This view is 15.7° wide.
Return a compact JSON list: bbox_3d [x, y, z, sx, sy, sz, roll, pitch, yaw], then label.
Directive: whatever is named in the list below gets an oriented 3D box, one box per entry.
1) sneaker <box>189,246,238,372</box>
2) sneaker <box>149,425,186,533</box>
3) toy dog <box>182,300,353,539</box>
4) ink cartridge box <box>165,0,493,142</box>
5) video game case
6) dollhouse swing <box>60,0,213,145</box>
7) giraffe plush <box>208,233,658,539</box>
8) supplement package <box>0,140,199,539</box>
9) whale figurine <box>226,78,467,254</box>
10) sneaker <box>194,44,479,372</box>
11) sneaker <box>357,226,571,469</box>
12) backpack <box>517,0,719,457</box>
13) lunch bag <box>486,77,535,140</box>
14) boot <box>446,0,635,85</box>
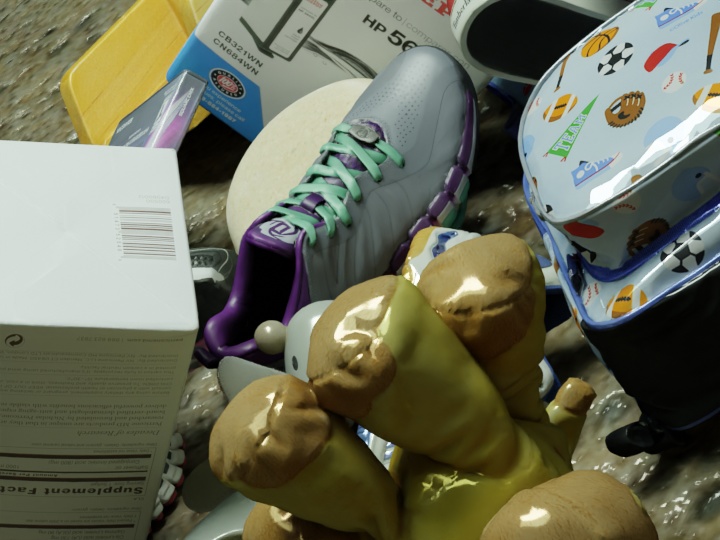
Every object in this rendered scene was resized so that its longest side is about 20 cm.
[{"bbox_3d":[-0.156,0.009,1.344,0.200,0.080,0.086,-10,54,8],"label":"sneaker"},{"bbox_3d":[-0.147,0.117,1.319,0.081,0.075,0.200,-20,29,25],"label":"sneaker"},{"bbox_3d":[-0.058,0.102,1.166,0.096,0.132,0.200,15,36,-1],"label":"toy dog"},{"bbox_3d":[0.004,-0.141,1.421,0.200,0.146,0.084,-49,7,50],"label":"ink cartridge box"},{"bbox_3d":[-0.149,-0.008,1.458,0.200,0.019,0.143,-67,15,-16],"label":"video game case"},{"bbox_3d":[-0.135,-0.195,1.651,0.182,0.176,0.200,-48,14,-29],"label":"dollhouse swing"},{"bbox_3d":[0.059,0.109,1.035,0.173,0.200,0.162,-42,49,-1],"label":"giraffe plush"},{"bbox_3d":[-0.147,0.050,1.188,0.109,0.200,0.114,2,47,-14],"label":"supplement package"},{"bbox_3d":[0.000,0.000,1.358,0.159,0.104,0.200,-26,50,32],"label":"whale figurine"},{"bbox_3d":[-0.009,-0.026,1.255,0.074,0.088,0.200,22,82,28],"label":"sneaker"},{"bbox_3d":[0.049,0.066,1.196,0.088,0.075,0.200,10,59,8],"label":"sneaker"},{"bbox_3d":[0.157,-0.043,1.181,0.200,0.154,0.191,-31,24,5],"label":"backpack"},{"bbox_3d":[0.153,-0.145,1.444,0.200,0.094,0.151,-49,27,-1],"label":"lunch bag"},{"bbox_3d":[0.126,-0.141,1.316,0.072,0.200,0.144,-53,31,33],"label":"boot"}]
